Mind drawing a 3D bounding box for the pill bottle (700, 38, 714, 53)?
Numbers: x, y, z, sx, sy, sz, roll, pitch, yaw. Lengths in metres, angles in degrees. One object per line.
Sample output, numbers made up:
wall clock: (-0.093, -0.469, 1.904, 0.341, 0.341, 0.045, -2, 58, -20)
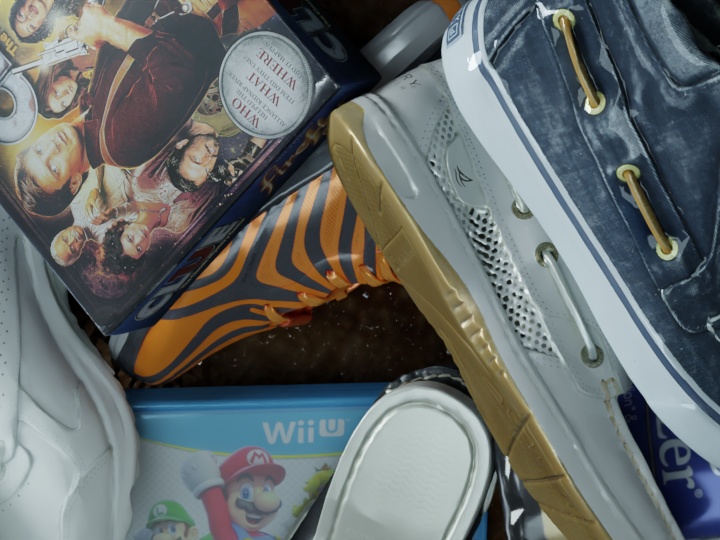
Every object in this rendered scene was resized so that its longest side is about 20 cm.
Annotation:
pill bottle: (0.157, -0.095, 0.959, 0.199, 0.112, 0.113, -20, 103, 17)

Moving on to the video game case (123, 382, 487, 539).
video game case: (-0.022, 0.140, 1.102, 0.142, 0.018, 0.201, -1, 111, -6)

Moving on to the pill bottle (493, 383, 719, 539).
pill bottle: (0.156, 0.068, 1.015, 0.199, 0.112, 0.113, -9, 106, 14)

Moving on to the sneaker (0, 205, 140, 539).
sneaker: (-0.148, 0.035, 1.041, 0.078, 0.099, 0.201, -31, 71, 45)

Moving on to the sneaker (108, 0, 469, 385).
sneaker: (0.000, 0.000, 1.033, 0.200, 0.078, 0.112, -43, 84, 23)

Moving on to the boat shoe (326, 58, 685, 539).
boat shoe: (0.066, 0.018, 0.947, 0.069, 0.071, 0.201, -31, 93, -12)

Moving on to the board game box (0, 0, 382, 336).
board game box: (-0.103, -0.096, 0.999, 0.200, 0.035, 0.136, 50, 117, 12)

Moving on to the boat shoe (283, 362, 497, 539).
boat shoe: (-0.004, 0.123, 1.056, 0.074, 0.060, 0.201, 27, 107, 9)

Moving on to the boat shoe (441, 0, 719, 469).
boat shoe: (0.115, -0.019, 0.899, 0.091, 0.071, 0.201, -28, 106, 39)
